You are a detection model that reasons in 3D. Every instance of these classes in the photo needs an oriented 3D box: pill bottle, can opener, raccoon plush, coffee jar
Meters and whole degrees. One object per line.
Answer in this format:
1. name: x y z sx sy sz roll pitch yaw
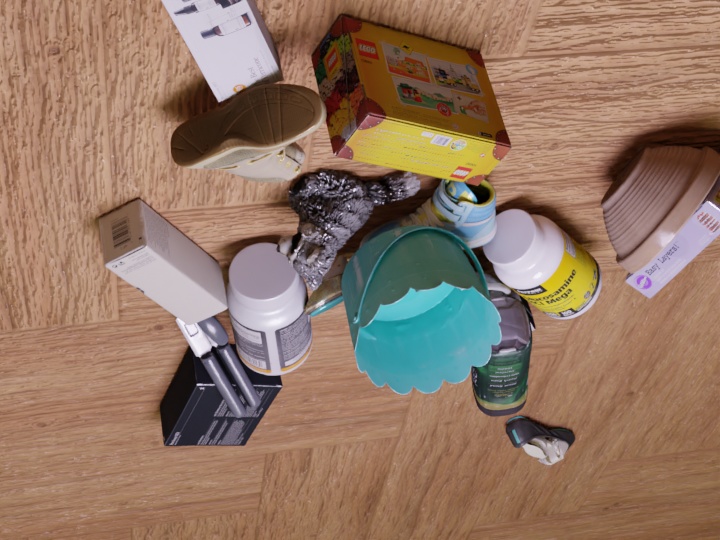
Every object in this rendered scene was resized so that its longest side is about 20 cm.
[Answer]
1. pill bottle: 0.260 -0.012 1.822 0.112 0.113 0.200 -29 144 23
2. can opener: -0.204 0.133 1.847 0.053 0.067 0.200 -32 114 -12
3. pill bottle: -0.128 0.054 1.775 0.116 0.117 0.200 -10 147 -6
4. raccoon plush: -0.012 -0.059 1.627 0.199 0.134 0.097 -18 146 6
5. coffee jar: 0.209 0.133 1.887 0.085 0.105 0.200 -7 144 0

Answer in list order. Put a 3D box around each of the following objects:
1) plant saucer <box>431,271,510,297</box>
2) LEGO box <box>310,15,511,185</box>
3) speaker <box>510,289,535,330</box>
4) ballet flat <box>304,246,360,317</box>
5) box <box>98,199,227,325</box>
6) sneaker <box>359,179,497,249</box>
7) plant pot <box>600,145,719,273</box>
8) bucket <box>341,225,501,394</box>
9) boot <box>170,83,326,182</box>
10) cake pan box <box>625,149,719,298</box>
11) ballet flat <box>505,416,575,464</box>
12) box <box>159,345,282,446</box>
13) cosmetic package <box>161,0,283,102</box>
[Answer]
1. plant saucer: 0.120 0.029 1.859 0.199 0.050 0.200 -8 168 -2
2. LEGO box: 0.058 -0.192 1.441 0.199 0.149 0.077 9 141 -30
3. speaker: 0.171 0.091 1.975 0.199 0.081 0.081 -22 146 14
4. ballet flat: 0.000 0.000 1.757 0.199 0.071 0.071 -24 151 -18
5. box: -0.258 -0.008 1.667 0.068 0.082 0.200 -24 145 15
6. sneaker: 0.093 -0.075 1.700 0.199 0.080 0.131 -18 150 -12
7. plant pot: 0.394 -0.102 1.716 0.093 0.201 0.201 38 134 -1
8. bucket: 0.074 0.048 1.662 0.206 0.135 0.208 -10 135 -10
9. boot: -0.099 -0.154 1.467 0.199 0.073 0.155 -17 166 27
10. cake pan box: 0.460 -0.074 1.751 0.052 0.184 0.200 38 134 1
11. ballet flat: 0.349 0.335 2.422 0.200 0.069 0.068 19 134 -41
12. box: -0.225 0.201 1.997 0.141 0.079 0.200 1 145 -26
13. cosmetic package: -0.151 -0.266 1.342 0.082 0.051 0.200 -16 148 7
